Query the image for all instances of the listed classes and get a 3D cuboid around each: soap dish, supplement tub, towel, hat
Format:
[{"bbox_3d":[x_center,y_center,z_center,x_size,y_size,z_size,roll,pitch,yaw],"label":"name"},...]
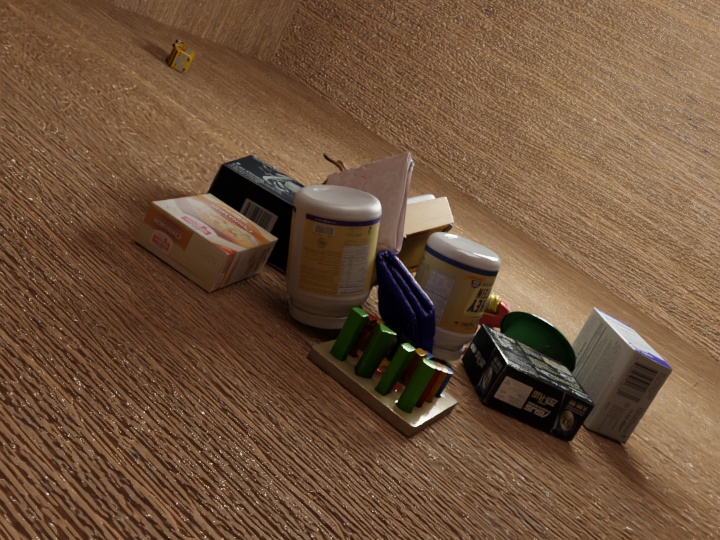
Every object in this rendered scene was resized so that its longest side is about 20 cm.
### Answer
[{"bbox_3d":[0.077,-0.056,1.573,0.198,0.158,0.081,-16,56,-46],"label":"soap dish"},{"bbox_3d":[-0.047,-0.024,1.352,0.142,0.204,0.146,7,19,-2],"label":"supplement tub"},{"bbox_3d":[0.069,0.067,1.408,0.148,0.049,0.201,52,-14,23],"label":"towel"},{"bbox_3d":[0.297,0.194,1.652,0.198,0.168,0.176,26,53,28],"label":"hat"},{"bbox_3d":[0.160,0.047,1.532,0.142,0.204,0.145,18,14,-4],"label":"supplement tub"},{"bbox_3d":[0.002,-0.101,1.470,0.197,0.194,0.032,-10,-32,40],"label":"towel"}]

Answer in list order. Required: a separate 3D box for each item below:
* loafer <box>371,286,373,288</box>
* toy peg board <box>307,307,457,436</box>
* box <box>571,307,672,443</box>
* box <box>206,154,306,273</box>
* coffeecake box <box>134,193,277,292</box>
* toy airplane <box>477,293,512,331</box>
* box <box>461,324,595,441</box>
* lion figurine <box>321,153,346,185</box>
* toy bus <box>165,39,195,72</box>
[{"bbox_3d":[0.000,0.000,1.652,0.071,0.074,0.200,30,16,-2],"label":"loafer"},{"bbox_3d":[0.057,0.136,1.293,0.199,0.099,0.198,36,17,20],"label":"toy peg board"},{"bbox_3d":[0.506,0.211,1.706,0.103,0.186,0.201,22,17,-17],"label":"box"},{"bbox_3d":[-0.178,-0.114,1.602,0.198,0.125,0.197,30,14,1],"label":"box"},{"bbox_3d":[-0.247,-0.050,1.369,0.152,0.074,0.200,33,16,9],"label":"coffeecake box"},{"bbox_3d":[0.228,0.044,1.802,0.197,0.143,0.200,18,19,-33],"label":"toy airplane"},{"bbox_3d":[0.304,0.205,1.544,0.197,0.087,0.164,25,17,-17],"label":"box"},{"bbox_3d":[-0.029,-0.133,1.680,0.122,0.071,0.203,-142,-150,-68],"label":"lion figurine"},{"bbox_3d":[-0.601,-0.718,2.807,0.077,0.066,0.201,25,16,-15],"label":"toy bus"}]
